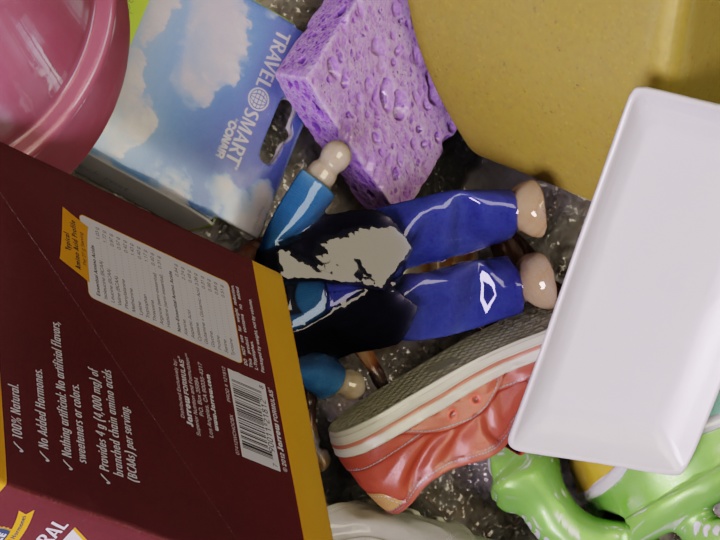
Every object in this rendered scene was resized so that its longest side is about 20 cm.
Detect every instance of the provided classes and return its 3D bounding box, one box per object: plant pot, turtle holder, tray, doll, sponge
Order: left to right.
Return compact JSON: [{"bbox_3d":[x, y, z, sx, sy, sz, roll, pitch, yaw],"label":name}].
[{"bbox_3d":[-0.212,-0.138,0.986,0.198,0.179,0.202,-1,71,3],"label":"plant pot"},{"bbox_3d":[0.000,0.000,1.129,0.198,0.048,0.138,-13,106,-17],"label":"doll"},{"bbox_3d":[0.035,-0.139,1.201,0.201,0.030,0.112,-57,131,-26],"label":"sponge"},{"bbox_3d":[0.141,-0.149,1.163,0.195,0.193,0.202,-23,127,-44],"label":"plant pot"},{"bbox_3d":[0.148,0.006,1.101,0.106,0.022,0.202,10,111,-21],"label":"tray"},{"bbox_3d":[0.166,0.093,1.219,0.184,0.141,0.133,-30,82,7],"label":"turtle holder"}]

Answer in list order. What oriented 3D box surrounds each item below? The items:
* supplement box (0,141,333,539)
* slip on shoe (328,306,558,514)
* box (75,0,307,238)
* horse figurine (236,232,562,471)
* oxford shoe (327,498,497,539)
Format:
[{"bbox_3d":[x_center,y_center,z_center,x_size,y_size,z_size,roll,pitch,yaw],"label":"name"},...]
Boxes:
[{"bbox_3d":[-0.136,0.076,0.969,0.199,0.133,0.198,25,36,-35],"label":"supplement box"},{"bbox_3d":[0.080,0.064,1.156,0.199,0.074,0.062,-28,100,-12],"label":"slip on shoe"},{"bbox_3d":[-0.124,-0.110,1.138,0.199,0.048,0.123,28,73,-21],"label":"box"},{"bbox_3d":[0.023,0.020,1.193,0.199,0.050,0.134,-22,98,-23],"label":"horse figurine"},{"bbox_3d":[0.022,0.151,1.167,0.198,0.075,0.058,4,57,-26],"label":"oxford shoe"}]
